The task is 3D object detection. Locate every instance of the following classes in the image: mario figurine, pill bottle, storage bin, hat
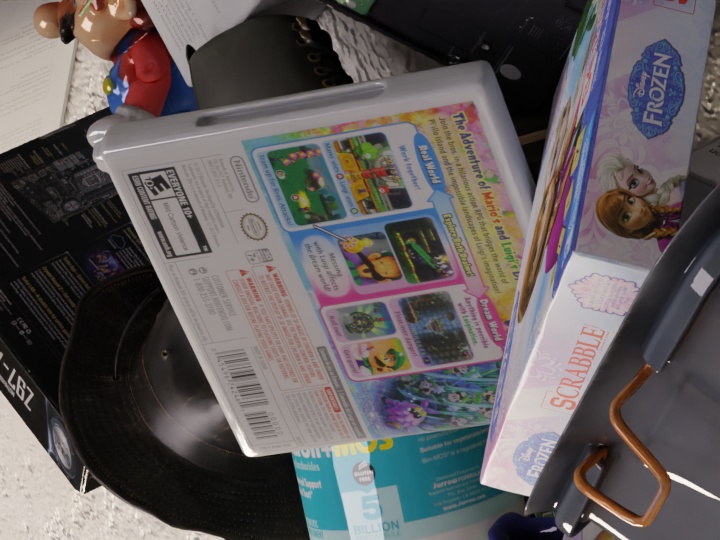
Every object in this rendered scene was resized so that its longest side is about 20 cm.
[{"bbox_3d":[-0.131,-0.105,1.632,0.123,0.106,0.201,-4,111,62],"label":"mario figurine"},{"bbox_3d":[0.012,0.050,1.496,0.111,0.110,0.201,-3,101,59],"label":"pill bottle"},{"bbox_3d":[0.161,0.055,1.085,0.134,0.145,0.200,38,142,13],"label":"storage bin"},{"bbox_3d":[-0.060,0.049,1.570,0.201,0.200,0.081,51,131,23],"label":"hat"}]

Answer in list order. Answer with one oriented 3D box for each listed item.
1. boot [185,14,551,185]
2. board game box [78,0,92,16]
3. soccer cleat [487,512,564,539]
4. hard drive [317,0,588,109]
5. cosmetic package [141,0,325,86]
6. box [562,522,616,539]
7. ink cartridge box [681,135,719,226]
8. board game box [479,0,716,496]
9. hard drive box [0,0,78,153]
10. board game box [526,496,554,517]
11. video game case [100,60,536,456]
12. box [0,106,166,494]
[{"bbox_3d":[0.005,-0.076,1.415,0.077,0.199,0.139,42,-145,-61],"label":"boot"},{"bbox_3d":[-0.098,-0.222,1.419,0.030,0.201,0.096,21,154,-14],"label":"board game box"},{"bbox_3d":[0.132,0.129,1.392,0.200,0.065,0.084,-22,102,50],"label":"soccer cleat"},{"bbox_3d":[0.017,-0.158,1.302,0.199,0.038,0.140,25,148,-5],"label":"hard drive"},{"bbox_3d":[-0.049,-0.181,1.465,0.102,0.071,0.200,61,152,8],"label":"cosmetic package"},{"bbox_3d":[0.118,0.076,1.279,0.041,0.201,0.039,4,137,17],"label":"box"},{"bbox_3d":[0.205,0.051,1.216,0.147,0.085,0.201,30,135,45],"label":"ink cartridge box"},{"bbox_3d":[0.099,-0.038,1.211,0.041,0.201,0.200,14,149,-1],"label":"board game box"},{"bbox_3d":[-0.246,-0.131,1.747,0.077,0.155,0.200,51,148,23],"label":"hard drive box"},{"bbox_3d":[0.107,0.058,1.453,0.105,0.023,0.201,21,130,49],"label":"board game box"},{"bbox_3d":[0.000,0.000,1.367,0.181,0.024,0.201,-9,130,17],"label":"video game case"},{"bbox_3d":[-0.144,0.011,1.688,0.200,0.160,0.044,49,147,24],"label":"box"}]
